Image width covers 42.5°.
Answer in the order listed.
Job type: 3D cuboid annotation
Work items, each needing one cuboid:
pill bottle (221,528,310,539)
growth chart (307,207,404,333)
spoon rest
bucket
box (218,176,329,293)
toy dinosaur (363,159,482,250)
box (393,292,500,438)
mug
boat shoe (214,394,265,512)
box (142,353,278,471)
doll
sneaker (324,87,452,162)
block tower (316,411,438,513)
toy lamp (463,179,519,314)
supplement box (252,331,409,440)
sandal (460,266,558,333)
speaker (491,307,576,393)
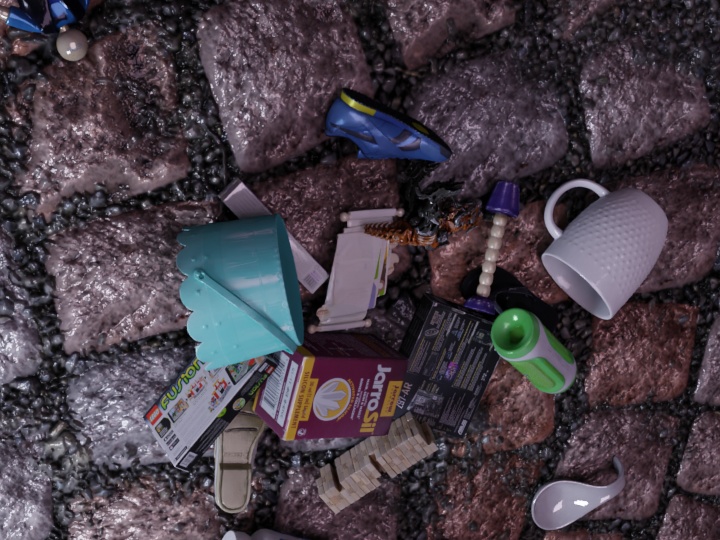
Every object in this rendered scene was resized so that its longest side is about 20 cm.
[{"bbox_3d":[-0.127,0.475,1.466,0.197,0.112,0.114,21,100,-24],"label":"pill bottle"},{"bbox_3d":[0.000,0.000,1.387,0.143,0.018,0.204,3,107,-44],"label":"growth chart"},{"bbox_3d":[0.394,0.399,1.660,0.196,0.061,0.101,-23,113,-13],"label":"spoon rest"},{"bbox_3d":[-0.156,0.026,1.240,0.132,0.208,0.212,-10,112,3],"label":"bucket"},{"bbox_3d":[-0.123,-0.049,1.335,0.041,0.039,0.200,-45,116,-3],"label":"box"},{"bbox_3d":[0.102,-0.081,1.376,0.199,0.101,0.138,-32,139,-41],"label":"toy dinosaur"},{"bbox_3d":[0.135,0.157,1.494,0.157,0.044,0.204,18,100,-24],"label":"box"},{"bbox_3d":[0.380,-0.056,1.472,0.200,0.148,0.176,44,84,4],"label":"mug"},{"bbox_3d":[-0.188,0.256,1.395,0.073,0.068,0.205,14,82,-18],"label":"boat shoe"},{"bbox_3d":[-0.218,0.175,1.333,0.201,0.110,0.035,-49,142,2],"label":"box"},{"bbox_3d":[-0.395,-0.351,1.131,0.135,0.048,0.203,-34,122,-17],"label":"doll"},{"bbox_3d":[0.039,-0.190,1.339,0.197,0.066,0.079,20,112,-24],"label":"sneaker"},{"bbox_3d":[0.024,0.302,1.470,0.198,0.054,0.058,-33,124,8],"label":"block tower"},{"bbox_3d":[0.206,-0.038,1.435,0.057,0.058,0.205,15,87,-24],"label":"toy lamp"},{"bbox_3d":[-0.044,0.170,1.375,0.197,0.103,0.134,5,106,-38],"label":"supplement box"},{"bbox_3d":[0.250,0.051,1.502,0.197,0.043,0.077,24,98,-25],"label":"sandal"},{"bbox_3d":[0.281,0.132,1.484,0.089,0.088,0.199,-50,139,1],"label":"speaker"}]
